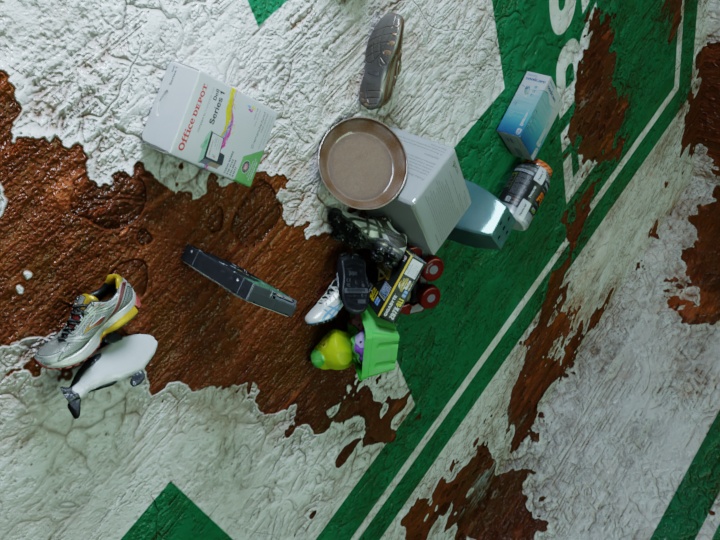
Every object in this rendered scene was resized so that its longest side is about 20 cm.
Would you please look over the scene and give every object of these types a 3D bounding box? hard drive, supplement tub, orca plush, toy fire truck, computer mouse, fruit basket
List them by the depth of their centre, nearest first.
[{"bbox_3d":[-0.441,0.185,1.274,0.071,0.105,0.201,-43,-167,41],"label":"orca plush"},{"bbox_3d":[-0.225,0.020,1.350,0.139,0.198,0.038,27,89,-56],"label":"hard drive"},{"bbox_3d":[0.000,0.000,1.694,0.138,0.046,0.205,-4,81,-31],"label":"computer mouse"},{"bbox_3d":[-0.021,0.167,1.754,0.214,0.213,0.159,-20,126,-45],"label":"fruit basket"},{"bbox_3d":[0.118,0.022,1.902,0.165,0.112,0.204,-9,120,-22],"label":"toy fire truck"},{"bbox_3d":[0.496,-0.235,2.213,0.202,0.121,0.122,-60,145,-7],"label":"supplement tub"}]

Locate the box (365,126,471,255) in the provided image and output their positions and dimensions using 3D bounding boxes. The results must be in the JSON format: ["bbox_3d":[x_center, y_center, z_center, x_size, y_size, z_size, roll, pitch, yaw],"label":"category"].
[{"bbox_3d":[0.119,-0.184,1.679,0.172,0.197,0.201,-51,143,-17],"label":"box"}]

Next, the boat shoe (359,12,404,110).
[{"bbox_3d":[0.053,-0.445,1.555,0.071,0.075,0.203,-15,131,-51],"label":"boat shoe"}]

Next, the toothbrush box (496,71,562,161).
[{"bbox_3d":[0.495,-0.447,2.115,0.146,0.084,0.203,35,83,-54],"label":"toothbrush box"}]

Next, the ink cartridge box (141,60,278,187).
[{"bbox_3d":[-0.255,-0.247,1.251,0.199,0.083,0.147,17,96,-54],"label":"ink cartridge box"}]

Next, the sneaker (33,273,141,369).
[{"bbox_3d":[-0.458,0.082,1.200,0.201,0.077,0.083,-50,140,-36],"label":"sneaker"}]

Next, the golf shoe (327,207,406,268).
[{"bbox_3d":[0.018,-0.092,1.651,0.095,0.198,0.078,-61,-170,-32],"label":"golf shoe"}]

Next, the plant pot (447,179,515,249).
[{"bbox_3d":[0.302,-0.144,1.944,0.143,0.198,0.141,-60,145,-6],"label":"plant pot"}]

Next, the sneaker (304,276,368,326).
[{"bbox_3d":[-0.061,0.059,1.712,0.199,0.071,0.073,-39,114,-30],"label":"sneaker"}]

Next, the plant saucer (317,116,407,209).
[{"bbox_3d":[0.003,-0.225,1.556,0.202,0.199,0.037,-53,-176,-16],"label":"plant saucer"}]

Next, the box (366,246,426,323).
[{"bbox_3d":[0.070,0.015,1.730,0.049,0.200,0.162,24,100,-20],"label":"box"}]
